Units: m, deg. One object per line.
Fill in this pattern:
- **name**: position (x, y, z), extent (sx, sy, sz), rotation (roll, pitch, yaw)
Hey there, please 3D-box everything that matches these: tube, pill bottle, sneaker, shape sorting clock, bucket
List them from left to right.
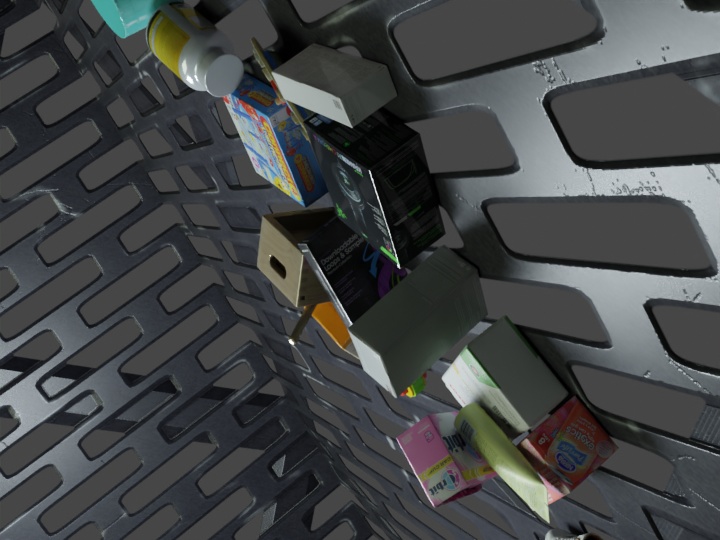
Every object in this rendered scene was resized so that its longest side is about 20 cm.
- **bucket**: position (-0.429, -0.541, 1.774), extent (0.208, 0.134, 0.208), rotation (49, 163, 20)
- **pill bottle**: position (-0.293, -0.391, 1.721), extent (0.200, 0.111, 0.113), rotation (43, 161, 36)
- **shape sorting clock**: position (-0.115, -0.272, 1.501), extent (0.202, 0.039, 0.200), rotation (57, -172, -13)
- **tube**: position (0.207, 0.268, 1.372), extent (0.057, 0.052, 0.200), rotation (23, -164, -40)
- **sneaker**: position (0.377, 0.467, 1.626), extent (0.200, 0.071, 0.087), rotation (-150, 59, -68)

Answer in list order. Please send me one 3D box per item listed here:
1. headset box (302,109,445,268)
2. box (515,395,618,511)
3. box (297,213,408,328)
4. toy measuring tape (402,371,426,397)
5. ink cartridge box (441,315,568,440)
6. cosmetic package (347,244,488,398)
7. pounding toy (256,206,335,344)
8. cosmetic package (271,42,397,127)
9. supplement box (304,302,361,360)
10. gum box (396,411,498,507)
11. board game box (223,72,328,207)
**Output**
- **headset box**: position (0.023, -0.127, 1.381), extent (0.174, 0.092, 0.202), rotation (40, 159, 42)
- **box**: position (0.283, 0.272, 1.410), extent (0.095, 0.102, 0.201), rotation (50, 164, 14)
- **box**: position (0.000, 0.000, 1.604), extent (0.036, 0.142, 0.202), rotation (-4, 122, 58)
- **toy measuring tape**: position (0.103, 0.204, 1.851), extent (0.074, 0.073, 0.200), rotation (53, 164, 3)
- **ink cartridge box**: position (0.211, 0.172, 1.448), extent (0.146, 0.083, 0.200), rotation (51, 164, 12)
- **cosmetic package**: position (0.086, 0.074, 1.403), extent (0.090, 0.199, 0.108), rotation (38, 157, 41)
- **pounding toy**: position (-0.080, 0.003, 1.670), extent (0.200, 0.181, 0.145), rotation (41, 130, 46)
- **cosmetic package**: position (-0.038, -0.256, 1.321), extent (0.199, 0.082, 0.051), rotation (34, 157, 53)
- **supplement box**: position (-0.007, 0.112, 1.852), extent (0.126, 0.074, 0.200), rotation (44, -177, 34)
- **gum box**: position (0.143, 0.282, 1.470), extent (0.115, 0.066, 0.199), rotation (59, -161, 18)
- **board game box**: position (-0.157, -0.238, 1.738), extent (0.195, 0.055, 0.202), rotation (37, 156, 48)
